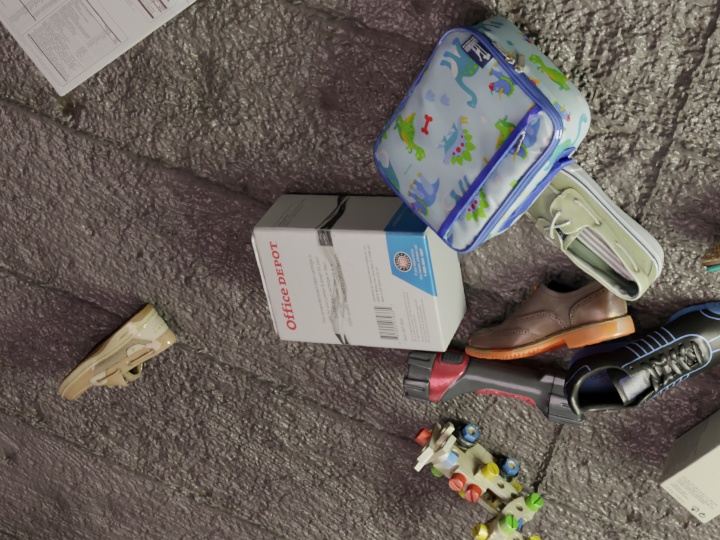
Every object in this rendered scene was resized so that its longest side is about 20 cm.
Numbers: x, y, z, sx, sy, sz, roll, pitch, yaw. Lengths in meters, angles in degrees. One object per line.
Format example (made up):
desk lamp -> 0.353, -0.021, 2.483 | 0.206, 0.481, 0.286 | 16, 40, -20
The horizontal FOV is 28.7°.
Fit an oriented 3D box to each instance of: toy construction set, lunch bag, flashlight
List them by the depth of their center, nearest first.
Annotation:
lunch bag -> 0.113, -0.126, 1.336 | 0.161, 0.082, 0.200 | 50, 131, 13
flashlight -> 0.149, 0.128, 1.535 | 0.199, 0.068, 0.068 | 12, 89, 14
toy construction set -> 0.125, 0.245, 1.580 | 0.092, 0.131, 0.200 | -29, 106, 37

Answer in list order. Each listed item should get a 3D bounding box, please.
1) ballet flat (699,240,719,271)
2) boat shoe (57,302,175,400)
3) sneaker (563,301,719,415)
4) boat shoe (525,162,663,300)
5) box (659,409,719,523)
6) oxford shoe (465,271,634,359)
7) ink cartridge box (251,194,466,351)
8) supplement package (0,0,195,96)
ballet flat -> 0.409, -0.043, 1.298 | 0.199, 0.070, 0.066 | -9, 90, 28
boat shoe -> -0.304, 0.117, 1.743 | 0.065, 0.071, 0.200 | 46, 128, -8
sneaker -> 0.298, 0.096, 1.411 | 0.199, 0.078, 0.070 | -23, 108, 23
boat shoe -> 0.211, -0.050, 1.380 | 0.200, 0.062, 0.072 | 36, 130, 1
box -> 0.400, 0.170, 1.427 | 0.068, 0.082, 0.200 | 41, 131, -4
oxford shoe -> 0.191, 0.049, 1.469 | 0.199, 0.071, 0.073 | -15, 86, 37
ink cartridge box -> 0.000, 0.000, 1.504 | 0.199, 0.084, 0.145 | 3, 123, 23
supplement package -> -0.240, -0.301, 1.370 | 0.200, 0.152, 0.151 | -26, 108, 37
